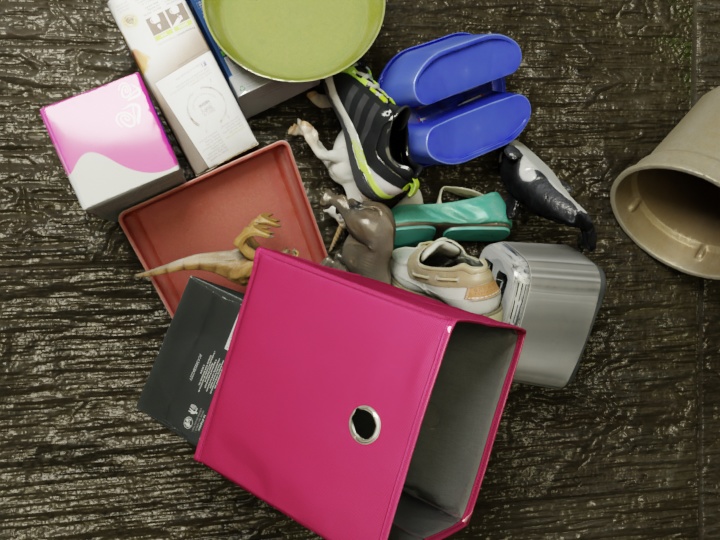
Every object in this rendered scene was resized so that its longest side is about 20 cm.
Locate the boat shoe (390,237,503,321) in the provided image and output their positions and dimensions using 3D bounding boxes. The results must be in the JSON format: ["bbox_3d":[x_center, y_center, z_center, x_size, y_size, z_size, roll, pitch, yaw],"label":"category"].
[{"bbox_3d":[0.091,-0.002,0.796,0.074,0.199,0.070,-19,114,-24],"label":"boat shoe"}]

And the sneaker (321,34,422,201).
[{"bbox_3d":[0.022,-0.177,0.793,0.071,0.082,0.204,-19,90,-53],"label":"sneaker"}]

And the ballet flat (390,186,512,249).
[{"bbox_3d":[0.092,-0.069,0.890,0.196,0.068,0.072,-4,68,-10],"label":"ballet flat"}]

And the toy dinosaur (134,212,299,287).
[{"bbox_3d":[-0.132,-0.008,0.776,0.197,0.061,0.108,12,115,-30],"label":"toy dinosaur"}]

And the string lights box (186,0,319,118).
[{"bbox_3d":[-0.134,-0.290,0.812,0.101,0.059,0.203,-26,79,-9],"label":"string lights box"}]

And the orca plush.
[{"bbox_3d":[0.213,-0.083,0.860,0.104,0.201,0.072,13,122,-42],"label":"orca plush"}]

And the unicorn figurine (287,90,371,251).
[{"bbox_3d":[-0.021,-0.145,0.851,0.137,0.074,0.202,37,77,-24],"label":"unicorn figurine"}]

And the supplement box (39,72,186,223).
[{"bbox_3d":[-0.249,-0.120,0.749,0.102,0.200,0.103,-24,95,-9],"label":"supplement box"}]

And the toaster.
[{"bbox_3d":[0.204,0.045,0.853,0.127,0.114,0.204,4,113,-23],"label":"toaster"}]

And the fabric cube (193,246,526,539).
[{"bbox_3d":[0.007,0.110,0.638,0.197,0.199,0.200,19,93,30],"label":"fabric cube"}]

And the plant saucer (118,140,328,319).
[{"bbox_3d":[-0.146,-0.030,0.815,0.197,0.037,0.202,-25,126,-9],"label":"plant saucer"}]

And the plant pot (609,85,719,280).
[{"bbox_3d":[0.452,-0.124,0.897,0.200,0.200,0.184,42,73,-8],"label":"plant pot"}]

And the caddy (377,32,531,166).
[{"bbox_3d":[0.110,-0.208,0.863,0.197,0.105,0.144,-24,110,-22],"label":"caddy"}]

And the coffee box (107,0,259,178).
[{"bbox_3d":[-0.196,-0.207,0.801,0.079,0.114,0.203,-28,95,-8],"label":"coffee box"}]

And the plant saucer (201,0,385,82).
[{"bbox_3d":[-0.072,-0.288,0.769,0.195,0.031,0.204,1,74,-5],"label":"plant saucer"}]

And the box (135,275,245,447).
[{"bbox_3d":[-0.109,0.114,0.767,0.123,0.199,0.151,21,85,29],"label":"box"}]

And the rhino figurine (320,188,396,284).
[{"bbox_3d":[0.000,0.000,0.832,0.086,0.060,0.203,21,131,24],"label":"rhino figurine"}]
